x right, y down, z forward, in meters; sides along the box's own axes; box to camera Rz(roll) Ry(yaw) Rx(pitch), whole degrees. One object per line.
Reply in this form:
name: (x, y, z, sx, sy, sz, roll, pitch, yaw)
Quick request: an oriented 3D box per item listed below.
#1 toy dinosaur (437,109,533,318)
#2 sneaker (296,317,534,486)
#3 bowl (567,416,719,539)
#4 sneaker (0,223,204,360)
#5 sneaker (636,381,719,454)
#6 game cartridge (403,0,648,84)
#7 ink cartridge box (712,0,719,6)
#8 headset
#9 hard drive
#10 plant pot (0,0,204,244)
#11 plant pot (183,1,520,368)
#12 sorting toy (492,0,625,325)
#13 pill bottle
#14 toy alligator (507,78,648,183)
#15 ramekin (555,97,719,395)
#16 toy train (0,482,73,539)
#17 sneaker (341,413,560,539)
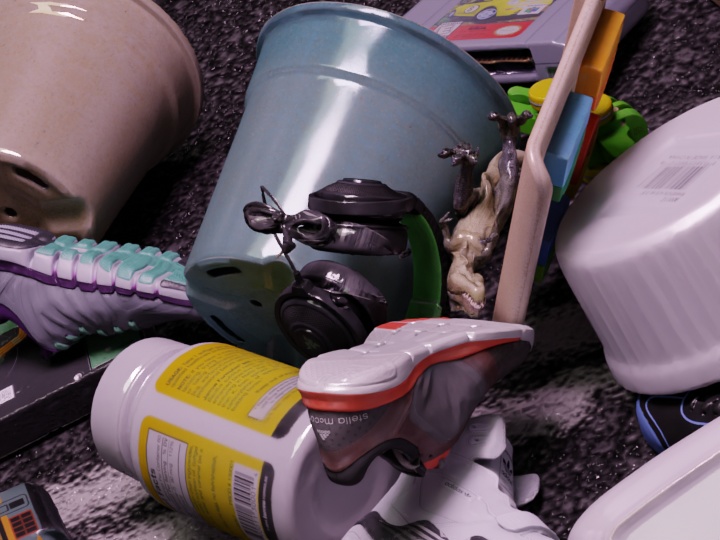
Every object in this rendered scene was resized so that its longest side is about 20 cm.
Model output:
toy dinosaur: (0.083, -0.053, 1.421, 0.047, 0.088, 0.200, 8, 38, 16)
sneaker: (0.033, 0.078, 1.300, 0.077, 0.082, 0.200, 4, 13, 40)
bowl: (0.216, 0.163, 1.135, 0.199, 0.075, 0.200, -33, 63, 6)
sneaker: (-0.187, 0.026, 1.571, 0.199, 0.088, 0.074, 12, 17, 18)
sneaker: (0.237, 0.084, 1.270, 0.199, 0.078, 0.070, 15, 56, 42)
game cartridge: (0.110, -0.184, 1.658, 0.199, 0.041, 0.133, 1, 29, 37)
ink cartridge box: (0.286, -0.235, 1.524, 0.075, 0.165, 0.200, -32, 39, -3)
headset: (0.000, 0.000, 1.339, 0.094, 0.200, 0.124, 8, 75, 39)
hard drive: (-0.248, 0.070, 1.625, 0.199, 0.038, 0.140, -28, 38, 3)
plant pot: (-0.240, -0.097, 1.665, 0.200, 0.201, 0.184, -8, 40, 25)
plant pot: (-0.017, -0.045, 1.496, 0.199, 0.200, 0.197, 4, 57, 35)
sorting toy: (0.127, -0.076, 1.386, 0.036, 0.185, 0.201, 14, 54, 6)
pill bottle: (-0.075, 0.111, 1.409, 0.199, 0.115, 0.114, 17, 57, 42)
toy alligator: (0.142, -0.112, 1.563, 0.054, 0.060, 0.200, -33, 36, -27)
ramekin: (0.215, -0.025, 1.336, 0.200, 0.098, 0.201, -32, 17, 11)
toy train: (-0.227, 0.221, 1.413, 0.114, 0.085, 0.200, -24, 37, -9)
sneaker: (0.087, 0.148, 1.294, 0.199, 0.075, 0.115, 5, 52, 40)
